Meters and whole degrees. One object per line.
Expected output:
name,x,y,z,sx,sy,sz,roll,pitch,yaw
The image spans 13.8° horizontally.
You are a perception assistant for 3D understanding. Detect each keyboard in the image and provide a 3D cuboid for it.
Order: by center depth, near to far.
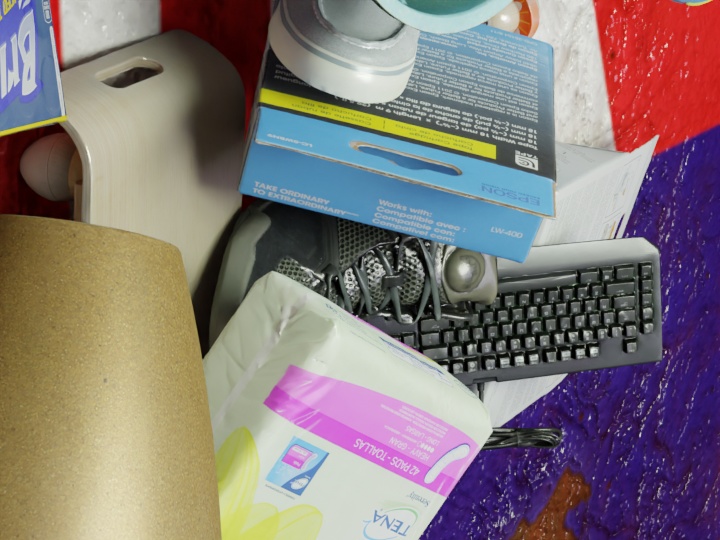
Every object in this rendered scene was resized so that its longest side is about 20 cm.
keyboard,0.066,0.051,1.599,0.199,0.021,0.128,-6,113,-8

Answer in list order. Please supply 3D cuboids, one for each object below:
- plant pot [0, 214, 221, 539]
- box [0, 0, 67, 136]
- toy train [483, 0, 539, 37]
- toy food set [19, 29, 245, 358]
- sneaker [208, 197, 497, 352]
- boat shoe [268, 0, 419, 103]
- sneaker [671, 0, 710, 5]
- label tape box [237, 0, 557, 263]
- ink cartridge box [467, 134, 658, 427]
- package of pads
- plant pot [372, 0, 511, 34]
plant pot,-0.138,0.082,1.271,0.186,0.186,0.201,16,79,-55
box,-0.184,-0.081,1.200,0.200,0.064,0.070,-29,112,-74
toy train,0.045,-0.123,1.578,0.150,0.055,0.200,-53,140,-27
toy food set,-0.117,-0.003,1.413,0.143,0.060,0.201,-30,128,-59
sneaker,0.000,0.000,1.475,0.199,0.114,0.076,-48,145,-55
boat shoe,0.003,-0.147,1.410,0.201,0.070,0.072,-78,-172,-61
sneaker,0.124,-0.198,1.425,0.200,0.082,0.074,23,72,-28
label tape box,0.017,-0.060,1.409,0.200,0.144,0.063,-83,-172,-62
ink cartridge box,0.100,0.000,1.698,0.200,0.050,0.163,-32,143,-67
package of pads,-0.041,0.115,1.418,0.200,0.068,0.154,-55,142,4
plant pot,-0.027,-0.222,1.317,0.200,0.196,0.201,-27,125,-47
